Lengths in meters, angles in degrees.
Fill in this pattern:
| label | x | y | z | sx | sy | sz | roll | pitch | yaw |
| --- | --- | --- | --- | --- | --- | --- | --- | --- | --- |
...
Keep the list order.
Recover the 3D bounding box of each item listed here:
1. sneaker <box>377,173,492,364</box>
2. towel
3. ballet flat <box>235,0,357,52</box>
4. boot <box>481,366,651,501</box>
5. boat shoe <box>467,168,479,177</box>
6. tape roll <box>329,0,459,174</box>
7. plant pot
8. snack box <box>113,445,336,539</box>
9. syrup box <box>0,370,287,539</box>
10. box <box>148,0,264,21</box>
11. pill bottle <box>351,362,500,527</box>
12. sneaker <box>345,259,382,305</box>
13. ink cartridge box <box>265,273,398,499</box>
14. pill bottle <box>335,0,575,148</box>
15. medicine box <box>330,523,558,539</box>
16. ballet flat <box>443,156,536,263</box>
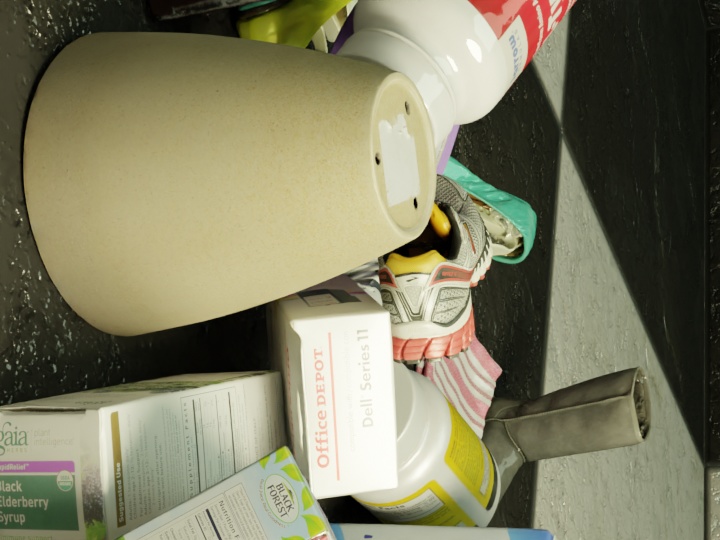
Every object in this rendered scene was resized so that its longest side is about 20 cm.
| label | x | y | z | sx | sy | sz | roll | pitch | yaw |
| --- | --- | --- | --- | --- | --- | --- | --- | --- | --- |
| sneaker | 0.052 | -0.022 | 0.821 | 0.201 | 0.076 | 0.083 | -83 | 165 | -61 |
| towel | 0.097 | 0.134 | 1.230 | 0.147 | 0.029 | 0.202 | 59 | 35 | -38 |
| ballet flat | -0.035 | -0.210 | 0.963 | 0.200 | 0.066 | 0.068 | -48 | 121 | -51 |
| boot | 0.208 | 0.189 | 1.270 | 0.073 | 0.197 | 0.184 | 59 | 35 | -42 |
| boat shoe | 0.075 | -0.016 | 1.191 | 0.077 | 0.070 | 0.202 | 80 | 28 | -47 |
| tape roll | 0.023 | -0.115 | 0.914 | 0.200 | 0.065 | 0.203 | 20 | 89 | -76 |
| plant pot | -0.062 | -0.058 | 0.707 | 0.187 | 0.197 | 0.191 | 9 | 79 | -64 |
| snack box | -0.076 | 0.177 | 0.642 | 0.053 | 0.141 | 0.201 | 60 | -8 | 25 |
| syrup box | -0.121 | 0.108 | 0.694 | 0.199 | 0.077 | 0.083 | -4 | 90 | -66 |
| box | -0.052 | -0.287 | 0.818 | 0.200 | 0.163 | 0.167 | -48 | 127 | -58 |
| pill bottle | 0.038 | 0.153 | 1.002 | 0.200 | 0.112 | 0.116 | 52 | 40 | -51 |
| sneaker | 0.000 | 0.000 | 0.989 | 0.198 | 0.078 | 0.132 | 4 | 81 | -66 |
| ink cartridge box | -0.019 | 0.076 | 0.789 | 0.200 | 0.066 | 0.119 | -139 | -135 | -77 |
| pill bottle | 0.066 | -0.170 | 0.771 | 0.201 | 0.111 | 0.113 | -52 | 136 | -25 |
| medicine box | 0.055 | 0.300 | 0.908 | 0.103 | 0.197 | 0.184 | 60 | 34 | -47 |
| ballet flat | 0.087 | -0.061 | 1.110 | 0.198 | 0.067 | 0.071 | 24 | 47 | -25 |
